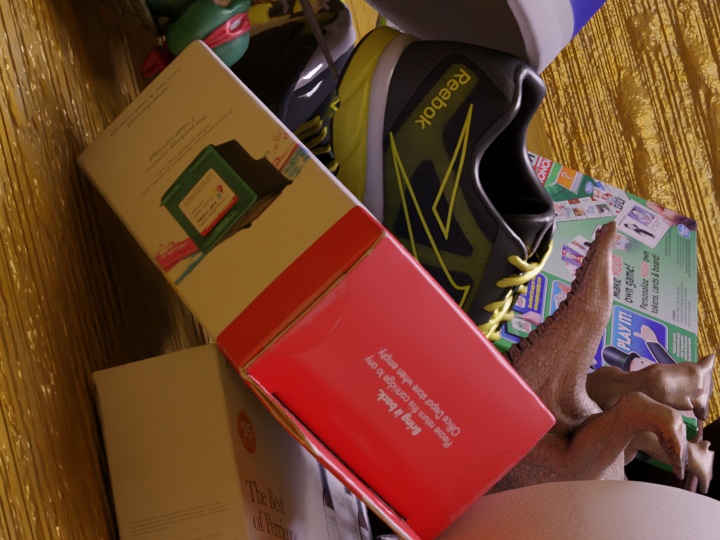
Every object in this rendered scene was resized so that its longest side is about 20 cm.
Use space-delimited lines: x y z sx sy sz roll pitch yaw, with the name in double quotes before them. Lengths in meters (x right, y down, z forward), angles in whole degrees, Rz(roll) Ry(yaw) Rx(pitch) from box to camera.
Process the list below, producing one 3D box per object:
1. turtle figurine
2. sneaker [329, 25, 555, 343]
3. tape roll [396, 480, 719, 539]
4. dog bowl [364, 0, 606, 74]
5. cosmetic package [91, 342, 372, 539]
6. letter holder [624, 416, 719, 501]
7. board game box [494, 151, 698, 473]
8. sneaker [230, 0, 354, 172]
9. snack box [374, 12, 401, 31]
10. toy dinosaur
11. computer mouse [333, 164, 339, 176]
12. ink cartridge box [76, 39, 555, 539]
"turtle figurine" -0.074 -0.150 0.863 0.200 0.100 0.150 58 -10 -2
"sneaker" 0.037 0.003 0.911 0.074 0.084 0.201 -33 122 -57
"tape roll" 0.082 0.162 0.823 0.037 0.202 0.203 -92 163 -54
"dog bowl" 0.022 -0.172 0.917 0.200 0.079 0.200 42 -9 8
"cosmetic package" -0.038 0.090 0.839 0.200 0.050 0.083 45 30 -71
"letter holder" 0.127 0.093 1.074 0.101 0.142 0.200 52 19 -12
"board game box" 0.094 0.007 1.070 0.200 0.134 0.029 -74 -173 -61
"sneaker" -0.026 -0.079 1.053 0.200 0.074 0.085 -70 144 -73
"snack box" 0.031 -0.114 1.232 0.200 0.053 0.143 103 -3 -67
"toy dinosaur" 0.061 0.075 0.852 0.086 0.135 0.201 -68 158 -46
"computer mouse" 0.000 0.000 1.017 0.139 0.052 0.201 -78 -171 -75
"ink cartridge box" -0.010 0.015 0.780 0.116 0.067 0.200 46 1 -40
